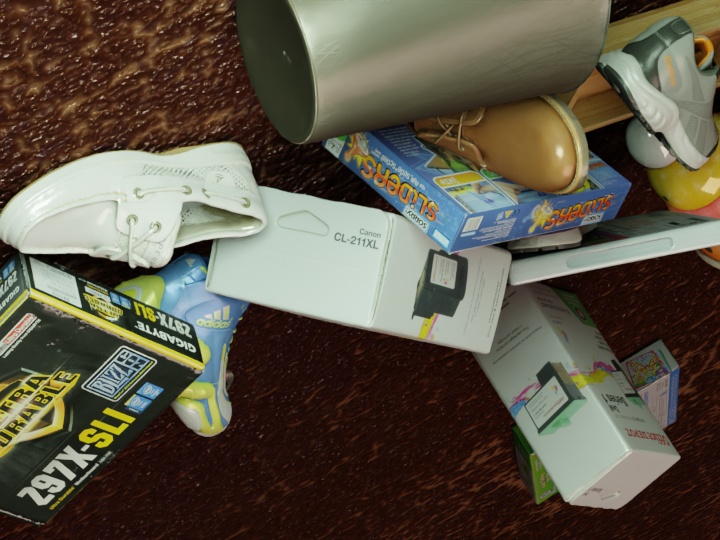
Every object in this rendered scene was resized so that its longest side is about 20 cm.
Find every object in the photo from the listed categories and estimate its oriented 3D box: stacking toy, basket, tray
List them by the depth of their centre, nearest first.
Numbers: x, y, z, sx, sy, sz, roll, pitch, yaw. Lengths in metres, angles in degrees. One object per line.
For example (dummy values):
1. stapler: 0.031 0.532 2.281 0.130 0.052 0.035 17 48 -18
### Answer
1. basket: 0.034 -0.159 1.354 0.199 0.136 0.181 -19 150 -21
2. tray: 0.231 -0.167 1.722 0.199 0.037 0.099 -21 155 -30
3. stacking toy: 0.294 -0.094 1.890 0.199 0.147 0.146 24 123 -42

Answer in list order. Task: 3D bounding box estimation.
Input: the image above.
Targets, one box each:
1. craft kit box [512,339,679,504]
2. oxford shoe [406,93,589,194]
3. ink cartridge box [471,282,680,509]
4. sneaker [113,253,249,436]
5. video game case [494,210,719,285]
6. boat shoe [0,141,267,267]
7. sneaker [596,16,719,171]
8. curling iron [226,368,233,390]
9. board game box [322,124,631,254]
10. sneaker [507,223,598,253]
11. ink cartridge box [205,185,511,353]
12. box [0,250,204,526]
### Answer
1. craft kit box: 0.269 0.175 2.479 0.197 0.049 0.200 -33 158 -7
2. oxford shoe: 0.078 -0.096 1.474 0.071 0.200 0.072 -11 116 -32
3. ink cartridge box: 0.197 0.116 2.048 0.084 0.201 0.145 -39 158 18
4. sneaker: -0.114 0.053 1.648 0.105 0.076 0.200 -35 150 -2
5. video game case: 0.193 -0.020 1.807 0.181 0.023 0.200 -11 -175 -5
6. boat shoe: -0.144 -0.036 1.445 0.199 0.070 0.071 -14 154 -36
7. sneaker: 0.248 -0.136 1.670 0.079 0.074 0.200 -41 157 8
8. curling iron: -0.163 0.084 1.728 0.050 0.026 0.200 -42 156 15
9. board game box: 0.086 -0.077 1.564 0.199 0.135 0.035 -11 134 -48
10. sneaker: 0.153 -0.068 1.774 0.075 0.088 0.200 -7 -175 5
11. ink cartridge box: 0.000 0.000 1.599 0.200 0.145 0.084 14 88 -61
12. box: -0.232 0.088 1.542 0.159 0.050 0.200 25 123 -39
